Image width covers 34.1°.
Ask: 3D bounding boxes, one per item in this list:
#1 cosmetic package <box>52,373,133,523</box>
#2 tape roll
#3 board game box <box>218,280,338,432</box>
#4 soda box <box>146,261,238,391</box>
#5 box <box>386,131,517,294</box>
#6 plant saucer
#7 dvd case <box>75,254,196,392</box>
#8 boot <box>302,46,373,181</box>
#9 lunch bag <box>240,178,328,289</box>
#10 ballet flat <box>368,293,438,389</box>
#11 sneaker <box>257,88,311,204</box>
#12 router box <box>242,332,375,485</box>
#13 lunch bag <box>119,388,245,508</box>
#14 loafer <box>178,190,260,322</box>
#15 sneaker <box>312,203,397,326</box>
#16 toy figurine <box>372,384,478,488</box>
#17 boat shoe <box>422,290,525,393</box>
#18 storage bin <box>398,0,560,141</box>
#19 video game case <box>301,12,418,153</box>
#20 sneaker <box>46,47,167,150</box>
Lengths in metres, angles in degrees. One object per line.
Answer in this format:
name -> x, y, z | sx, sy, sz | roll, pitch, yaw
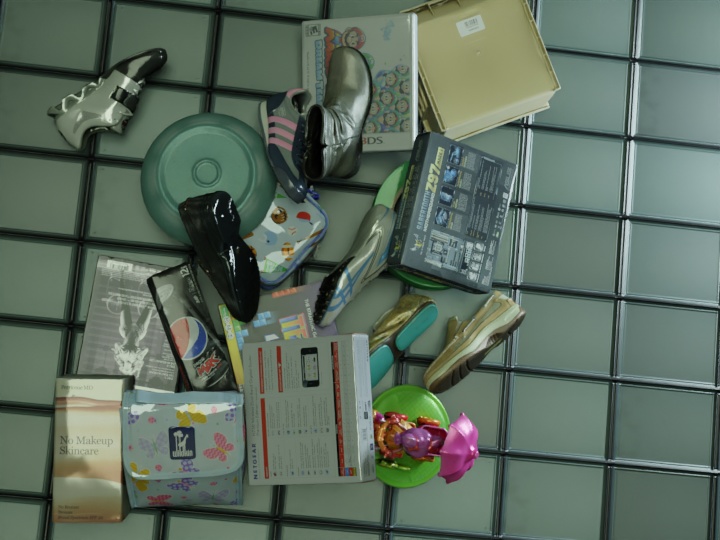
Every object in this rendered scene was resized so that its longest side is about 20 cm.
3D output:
cosmetic package -> -0.378, 0.249, 1.659 | 0.102, 0.087, 0.202 | 0, 88, -3
tape roll -> 0.114, -0.072, 1.772 | 0.198, 0.048, 0.203 | 1, 83, -5
board game box -> -0.108, 0.131, 1.724 | 0.164, 0.057, 0.202 | -14, 84, -5
soda box -> -0.244, 0.093, 1.695 | 0.063, 0.071, 0.202 | -21, 91, -18
box -> 0.134, -0.082, 1.701 | 0.156, 0.051, 0.202 | 17, 80, -26
plant saucer -> -0.220, -0.136, 1.689 | 0.198, 0.036, 0.202 | 0, 79, -2
dvd case -> -0.331, 0.088, 1.729 | 0.147, 0.016, 0.202 | 10, 81, -5
boot -> -0.036, -0.227, 1.683 | 0.067, 0.130, 0.202 | 4, 93, 20
lunch bag -> -0.147, -0.079, 1.738 | 0.200, 0.076, 0.161 | 41, 79, 2
ballet flat -> 0.032, 0.107, 1.726 | 0.071, 0.071, 0.200 | 45, 69, 2
sneaker -> -0.094, -0.189, 1.707 | 0.081, 0.070, 0.201 | -26, 54, 13
router box -> -0.073, 0.193, 1.626 | 0.178, 0.049, 0.202 | -6, 84, 25
lunch bag -> -0.243, 0.239, 1.617 | 0.168, 0.201, 0.128 | 1, 47, -7
loafer -> -0.197, -0.018, 1.655 | 0.072, 0.073, 0.202 | -1, 116, 28
sneaker -> 0.000, 0.000, 1.695 | 0.072, 0.072, 0.201 | 35, 81, -15
toy figurine -> 0.080, 0.234, 1.635 | 0.198, 0.184, 0.152 | 14, 82, -22
boat shoe -> 0.154, 0.102, 1.741 | 0.199, 0.072, 0.076 | -36, 69, -29
storage bin -> 0.172, -0.319, 1.786 | 0.198, 0.094, 0.200 | -20, 84, -7
video game case -> -0.002, -0.277, 1.750 | 0.180, 0.024, 0.202 | 0, 91, 21
sneaker -> -0.358, -0.251, 1.744 | 0.199, 0.074, 0.089 | -34, 87, 2
